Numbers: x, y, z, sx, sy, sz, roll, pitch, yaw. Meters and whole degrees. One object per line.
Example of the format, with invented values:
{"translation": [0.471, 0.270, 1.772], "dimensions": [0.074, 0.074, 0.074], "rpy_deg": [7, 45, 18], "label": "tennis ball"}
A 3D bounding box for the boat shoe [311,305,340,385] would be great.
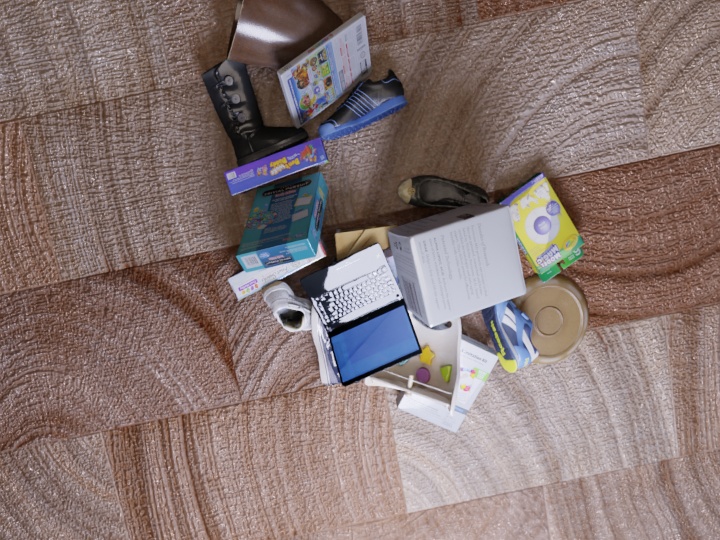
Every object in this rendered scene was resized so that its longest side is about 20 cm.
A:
{"translation": [-0.046, 0.150, 1.231], "dimensions": [0.089, 0.075, 0.206], "rpy_deg": [-2, 119, 11], "label": "boat shoe"}

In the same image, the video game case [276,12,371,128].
{"translation": [-0.063, -0.380, 1.115], "dimensions": [0.198, 0.144, 0.018], "rpy_deg": [-40, 66, -12], "label": "video game case"}

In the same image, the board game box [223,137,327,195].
{"translation": [-0.161, -0.206, 1.159], "dimensions": [0.194, 0.135, 0.046], "rpy_deg": [-20, 99, 2], "label": "board game box"}

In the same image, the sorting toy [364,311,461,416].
{"translation": [0.129, 0.167, 1.175], "dimensions": [0.195, 0.106, 0.187], "rpy_deg": [14, 91, 28], "label": "sorting toy"}

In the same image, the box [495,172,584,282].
{"translation": [0.384, -0.087, 1.232], "dimensions": [0.116, 0.048, 0.203], "rpy_deg": [-33, 96, 4], "label": "box"}

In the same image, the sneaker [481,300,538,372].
{"translation": [0.314, 0.108, 1.237], "dimensions": [0.080, 0.074, 0.206], "rpy_deg": [-12, 75, -14], "label": "sneaker"}

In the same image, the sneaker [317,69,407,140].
{"translation": [-0.004, -0.335, 1.182], "dimensions": [0.195, 0.070, 0.080], "rpy_deg": [-24, 89, -1], "label": "sneaker"}

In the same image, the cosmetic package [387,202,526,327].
{"translation": [0.176, -0.018, 1.094], "dimensions": [0.194, 0.165, 0.171], "rpy_deg": [-18, 101, -10], "label": "cosmetic package"}

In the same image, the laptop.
{"translation": [0.000, 0.086, 1.115], "dimensions": [0.173, 0.104, 0.204], "rpy_deg": [-23, 116, 7], "label": "laptop"}

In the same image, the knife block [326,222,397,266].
{"translation": [0.000, 0.000, 1.232], "dimensions": [0.192, 0.064, 0.182], "rpy_deg": [-8, 100, -1], "label": "knife block"}

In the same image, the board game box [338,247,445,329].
{"translation": [0.067, 0.059, 1.211], "dimensions": [0.195, 0.043, 0.204], "rpy_deg": [-23, 117, -8], "label": "board game box"}

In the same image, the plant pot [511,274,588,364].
{"translation": [0.411, 0.109, 1.279], "dimensions": [0.192, 0.028, 0.208], "rpy_deg": [0, 98, -2], "label": "plant pot"}

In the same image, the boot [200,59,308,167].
{"translation": [-0.212, -0.332, 1.179], "dimensions": [0.160, 0.066, 0.206], "rpy_deg": [-21, 95, 0], "label": "boot"}

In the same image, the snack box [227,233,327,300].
{"translation": [-0.162, -0.016, 1.183], "dimensions": [0.195, 0.142, 0.054], "rpy_deg": [-26, 97, 1], "label": "snack box"}

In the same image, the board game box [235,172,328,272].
{"translation": [-0.147, -0.096, 1.131], "dimensions": [0.146, 0.204, 0.048], "rpy_deg": [-12, 132, 17], "label": "board game box"}

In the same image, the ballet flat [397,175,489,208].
{"translation": [0.174, -0.162, 1.214], "dimensions": [0.192, 0.057, 0.069], "rpy_deg": [4, 98, -2], "label": "ballet flat"}

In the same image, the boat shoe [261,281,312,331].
{"translation": [-0.136, 0.093, 1.181], "dimensions": [0.069, 0.200, 0.071], "rpy_deg": [-29, 60, 9], "label": "boat shoe"}

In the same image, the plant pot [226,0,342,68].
{"translation": [-0.139, -0.466, 1.112], "dimensions": [0.194, 0.187, 0.193], "rpy_deg": [13, 99, -21], "label": "plant pot"}

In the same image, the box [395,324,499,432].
{"translation": [0.186, 0.234, 1.263], "dimensions": [0.152, 0.041, 0.204], "rpy_deg": [24, 105, -12], "label": "box"}
